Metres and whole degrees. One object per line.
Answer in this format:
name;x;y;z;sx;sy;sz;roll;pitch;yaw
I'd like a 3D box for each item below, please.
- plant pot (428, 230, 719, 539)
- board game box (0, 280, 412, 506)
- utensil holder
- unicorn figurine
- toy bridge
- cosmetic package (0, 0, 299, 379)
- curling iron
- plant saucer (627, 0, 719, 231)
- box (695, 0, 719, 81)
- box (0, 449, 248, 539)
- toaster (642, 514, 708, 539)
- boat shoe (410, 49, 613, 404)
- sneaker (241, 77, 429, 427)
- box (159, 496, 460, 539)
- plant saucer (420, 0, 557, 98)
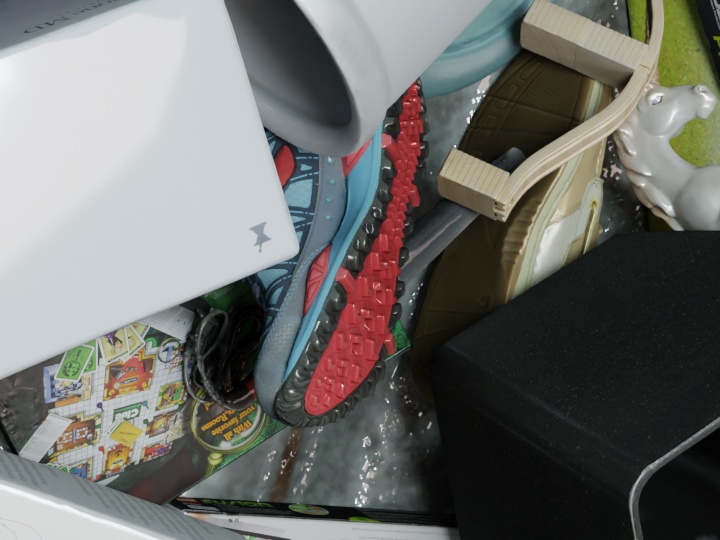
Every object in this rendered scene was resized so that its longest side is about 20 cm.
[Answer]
plant pot;0.146;0.091;1.041;0.200;0.177;0.200;-30;127;-26
board game box;-0.078;0.042;1.073;0.200;0.023;0.105;-31;108;-19
utensil holder;0.004;-0.178;0.976;0.200;0.170;0.170;-46;114;-17
unicorn figurine;0.195;-0.021;1.102;0.074;0.137;0.201;-37;121;-33
toy bridge;0.111;-0.109;1.089;0.067;0.027;0.200;25;68;13
cosmetic package;-0.165;-0.035;0.919;0.199;0.200;0.123;-23;107;-23
curling iron;0.000;0.000;1.068;0.200;0.026;0.050;-33;107;-11
plant saucer;0.243;-0.104;1.201;0.199;0.048;0.201;-13;103;-25
box;0.273;-0.138;1.158;0.199;0.044;0.161;-27;110;-21
box;-0.153;0.166;0.984;0.199;0.106;0.153;22;89;-17
toaster;0.158;0.221;1.137;0.200;0.114;0.129;46;44;-11
boat shoe;0.085;-0.020;1.126;0.066;0.074;0.201;28;80;-45
sneaker;-0.028;-0.014;1.029;0.079;0.095;0.201;66;31;-49
box;-0.012;0.174;1.118;0.199;0.035;0.111;7;94;-27
plant saucer;0.030;-0.183;1.094;0.199;0.027;0.201;-4;100;-26
